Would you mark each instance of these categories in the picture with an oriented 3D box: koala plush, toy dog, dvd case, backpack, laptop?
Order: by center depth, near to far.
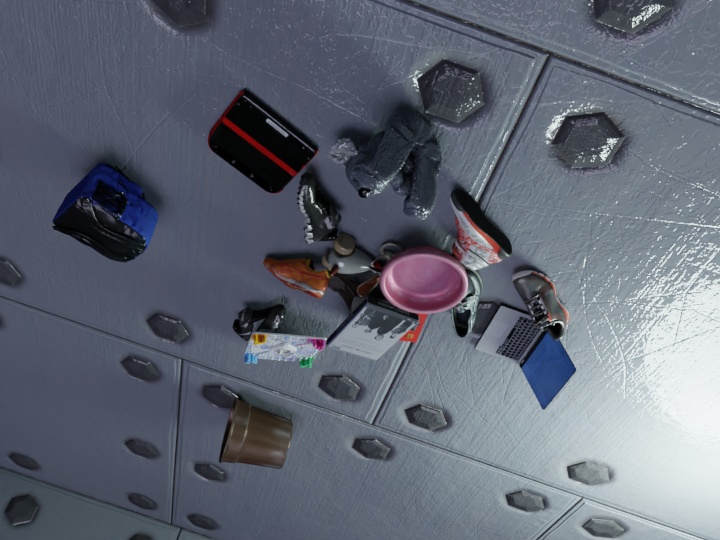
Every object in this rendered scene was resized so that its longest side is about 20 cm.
[{"bbox_3d":[0.044,-0.206,1.456,0.175,0.188,0.198,29,160,-32],"label":"koala plush"},{"bbox_3d":[0.000,0.000,1.713,0.194,0.098,0.134,11,139,8],"label":"toy dog"},{"bbox_3d":[-0.563,-0.132,1.714,0.161,0.171,0.199,-24,129,40],"label":"backpack"},{"bbox_3d":[0.388,0.208,1.788,0.195,0.118,0.189,19,138,-2],"label":"laptop"},{"bbox_3d":[0.027,0.145,1.803,0.147,0.025,0.200,19,136,-25],"label":"dvd case"}]

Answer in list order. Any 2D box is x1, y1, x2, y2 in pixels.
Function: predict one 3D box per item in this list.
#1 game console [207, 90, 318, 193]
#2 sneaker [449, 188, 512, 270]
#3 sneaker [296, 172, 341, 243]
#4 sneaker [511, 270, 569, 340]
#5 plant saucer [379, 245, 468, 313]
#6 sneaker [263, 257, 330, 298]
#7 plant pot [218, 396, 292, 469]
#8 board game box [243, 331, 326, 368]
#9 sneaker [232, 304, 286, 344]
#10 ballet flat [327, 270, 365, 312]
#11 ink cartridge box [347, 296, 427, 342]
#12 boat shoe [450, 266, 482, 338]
[{"bbox_3d":[-0.208,-0.261,1.561,0.198,0.031,0.176,35,131,-19],"label":"game console"},{"bbox_3d":[0.222,-0.078,1.574,0.107,0.068,0.201,-26,125,36],"label":"sneaker"},{"bbox_3d":[-0.085,-0.134,1.627,0.088,0.068,0.203,5,141,9],"label":"sneaker"},{"bbox_3d":[0.407,0.081,1.669,0.076,0.083,0.200,-25,124,38],"label":"sneaker"},{"bbox_3d":[0.141,0.015,1.664,0.194,0.052,0.203,3,139,3],"label":"plant saucer"},{"bbox_3d":[-0.150,0.004,1.789,0.196,0.079,0.073,21,166,30],"label":"sneaker"},{"bbox_3d":[-0.322,0.520,2.327,0.193,0.204,0.202,17,140,-11],"label":"plant pot"},{"bbox_3d":[-0.204,0.215,1.995,0.194,0.027,0.201,6,154,-14],"label":"board game box"},{"bbox_3d":[-0.273,0.132,1.962,0.090,0.068,0.199,34,138,-22],"label":"sneaker"},{"bbox_3d":[-0.022,0.058,1.831,0.066,0.047,0.200,-25,130,25],"label":"ballet flat"},{"bbox_3d":[0.062,0.140,1.849,0.194,0.051,0.163,9,140,-7],"label":"ink cartridge box"},{"bbox_3d":[0.243,0.076,1.736,0.071,0.063,0.203,9,137,12],"label":"boat shoe"}]
